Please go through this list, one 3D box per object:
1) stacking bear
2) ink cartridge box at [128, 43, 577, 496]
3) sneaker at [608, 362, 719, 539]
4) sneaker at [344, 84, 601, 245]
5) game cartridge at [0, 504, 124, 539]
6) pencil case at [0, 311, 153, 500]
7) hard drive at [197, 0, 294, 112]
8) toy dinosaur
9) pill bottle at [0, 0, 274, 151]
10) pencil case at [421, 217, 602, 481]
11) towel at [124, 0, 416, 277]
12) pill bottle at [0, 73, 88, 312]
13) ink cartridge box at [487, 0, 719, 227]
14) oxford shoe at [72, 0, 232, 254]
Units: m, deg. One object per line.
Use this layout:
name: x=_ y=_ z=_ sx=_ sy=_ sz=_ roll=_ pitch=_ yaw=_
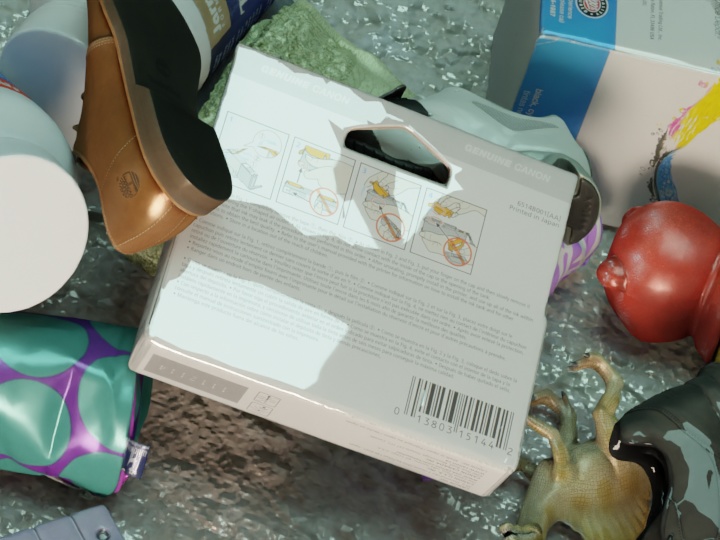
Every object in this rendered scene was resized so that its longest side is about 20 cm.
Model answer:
stacking bear: x=0.232 y=0.024 z=1.484 sx=0.199 sy=0.114 sz=0.122 roll=21 pitch=47 yaw=8
ink cartridge box: x=0.000 y=0.000 z=1.349 sx=0.199 sy=0.045 sz=0.177 roll=21 pitch=62 yaw=-10
sneaker: x=0.193 y=0.151 z=1.373 sx=0.090 sy=0.076 sz=0.201 roll=-18 pitch=69 yaw=-20
sneaker: x=0.026 y=-0.060 z=1.429 sx=0.198 sy=0.074 sz=0.089 roll=6 pitch=39 yaw=-11
game cartridge: x=-0.137 y=0.211 z=1.259 sx=0.129 sy=0.039 sz=0.200 roll=-14 pitch=55 yaw=-31
pencil case: x=-0.204 y=0.062 z=1.333 sx=0.198 sy=0.093 sz=0.085 roll=9 pitch=11 yaw=-7
hard drive: x=-0.053 y=-0.078 z=1.535 sx=0.139 sy=0.033 sz=0.200 roll=-23 pitch=60 yaw=-31
toy dinosaur: x=0.131 y=0.101 z=1.432 sx=0.199 sy=0.058 sz=0.102 roll=-21 pitch=75 yaw=-33
pill bottle: x=-0.116 y=-0.157 z=1.486 sx=0.110 sy=0.111 sz=0.200 roll=28 pitch=48 yaw=9
pencil case: x=0.065 y=0.022 z=1.452 sx=0.086 sy=0.084 sz=0.200 roll=53 pitch=48 yaw=-20
towel: x=-0.032 y=-0.045 z=1.451 sx=0.148 sy=0.036 sz=0.201 roll=36 pitch=58 yaw=-6
pill bottle: x=-0.211 y=-0.051 z=1.360 sx=0.112 sy=0.113 sz=0.200 roll=-11 pitch=25 yaw=-24
ink cartridge box: x=0.186 y=-0.118 z=1.563 sx=0.198 sy=0.145 sz=0.148 roll=13 pitch=48 yaw=-5
oxford shoe: x=-0.121 y=-0.091 z=1.338 sx=0.071 sy=0.071 sz=0.201 roll=34 pitch=29 yaw=-37
